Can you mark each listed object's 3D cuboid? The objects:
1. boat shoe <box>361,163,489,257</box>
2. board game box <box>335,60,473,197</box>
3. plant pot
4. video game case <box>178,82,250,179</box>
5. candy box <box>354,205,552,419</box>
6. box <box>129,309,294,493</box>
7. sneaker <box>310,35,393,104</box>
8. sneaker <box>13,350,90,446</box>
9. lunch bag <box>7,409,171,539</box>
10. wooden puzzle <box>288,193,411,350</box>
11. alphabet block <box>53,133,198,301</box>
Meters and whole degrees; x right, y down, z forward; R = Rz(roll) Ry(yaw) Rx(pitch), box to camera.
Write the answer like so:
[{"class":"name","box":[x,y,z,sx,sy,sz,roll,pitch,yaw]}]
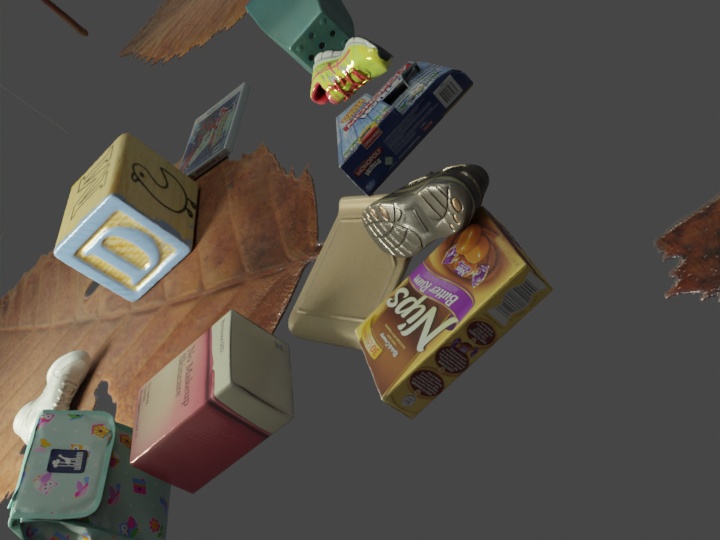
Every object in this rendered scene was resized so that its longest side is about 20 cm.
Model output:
[{"class":"boat shoe","box":[0.074,-0.067,0.851,0.073,0.075,0.199,-36,13,-29]},{"class":"board game box","box":[0.038,-0.217,1.064,0.200,0.062,0.200,-47,23,5]},{"class":"plant pot","box":[-0.099,-0.456,1.409,0.141,0.141,0.201,-44,41,15]},{"class":"video game case","box":[-0.316,-0.289,1.634,0.181,0.023,0.203,-26,43,37]},{"class":"candy box","box":[0.090,0.043,0.799,0.200,0.056,0.117,-46,34,14]},{"class":"box","box":[-0.191,0.171,0.988,0.199,0.108,0.129,-39,35,22]},{"class":"sneaker","box":[-0.018,-0.314,1.247,0.199,0.077,0.092,0,68,58]},{"class":"sneaker","box":[-0.565,0.247,1.444,0.099,0.075,0.202,32,87,38]},{"class":"lunch bag","box":[-0.353,0.286,1.006,0.121,0.199,0.172,-36,36,24]},{"class":"wooden puzzle","box":[0.000,0.000,0.974,0.183,0.037,0.203,3,67,52]},{"class":"alphabet block","box":[-0.445,-0.101,1.477,0.195,0.195,0.202,-35,38,23]}]
